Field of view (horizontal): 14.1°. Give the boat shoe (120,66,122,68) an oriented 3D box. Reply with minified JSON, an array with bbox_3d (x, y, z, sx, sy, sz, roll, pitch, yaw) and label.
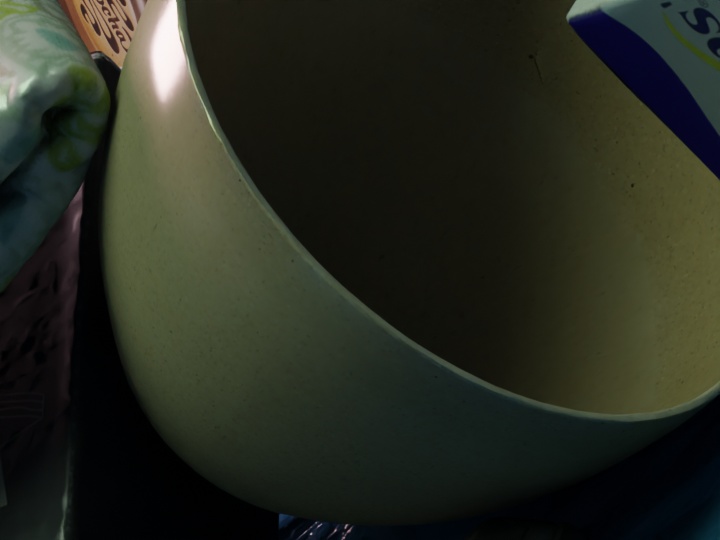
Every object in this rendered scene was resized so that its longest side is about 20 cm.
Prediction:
[{"bbox_3d":[-0.063,-0.058,1.155,0.074,0.087,0.202,-14,4,-7],"label":"boat shoe"}]

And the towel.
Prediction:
[{"bbox_3d":[-0.160,-0.014,0.889,0.200,0.048,0.171,-52,35,10],"label":"towel"}]

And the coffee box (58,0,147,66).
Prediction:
[{"bbox_3d":[-0.085,-0.138,1.346,0.080,0.114,0.200,-25,14,-23],"label":"coffee box"}]

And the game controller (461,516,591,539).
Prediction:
[{"bbox_3d":[-0.003,0.152,0.785,0.200,0.042,0.104,-57,8,-29],"label":"game controller"}]

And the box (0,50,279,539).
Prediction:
[{"bbox_3d":[-0.136,0.067,0.953,0.196,0.117,0.201,-20,49,25],"label":"box"}]

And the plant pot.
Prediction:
[{"bbox_3d":[0.000,-0.004,0.859,0.135,0.200,0.201,-47,15,38],"label":"plant pot"}]

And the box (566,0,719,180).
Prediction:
[{"bbox_3d":[0.186,-0.118,0.805,0.200,0.105,0.184,-13,38,57],"label":"box"}]
